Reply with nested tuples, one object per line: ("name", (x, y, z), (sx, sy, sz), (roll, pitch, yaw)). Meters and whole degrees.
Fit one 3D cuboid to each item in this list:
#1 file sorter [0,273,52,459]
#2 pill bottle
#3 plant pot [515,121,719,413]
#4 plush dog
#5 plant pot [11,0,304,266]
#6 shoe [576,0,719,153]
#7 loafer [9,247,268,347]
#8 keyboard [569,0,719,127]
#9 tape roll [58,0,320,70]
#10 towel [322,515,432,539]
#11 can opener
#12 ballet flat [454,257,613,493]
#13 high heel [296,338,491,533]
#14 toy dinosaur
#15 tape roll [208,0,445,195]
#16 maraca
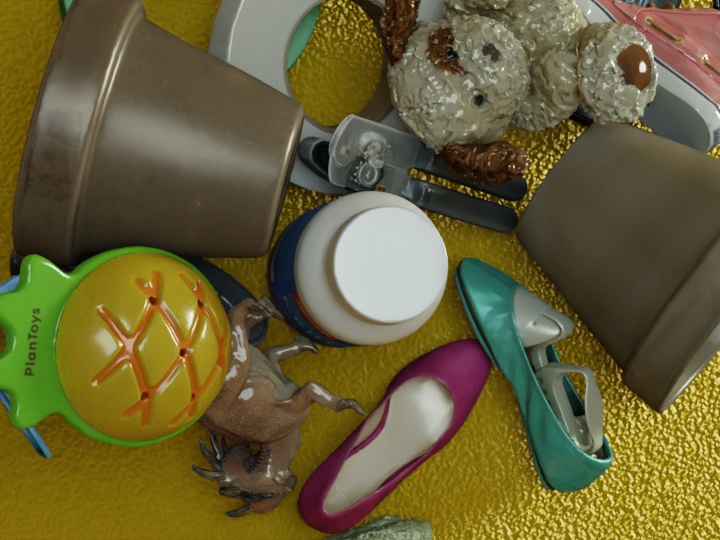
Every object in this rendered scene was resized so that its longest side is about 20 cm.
("file sorter", (-0.297, 0.110, 1.547), (0.200, 0.139, 0.123), (-35, 94, -12))
("pill bottle", (0.000, 0.000, 1.577), (0.112, 0.200, 0.112), (1, 87, -11))
("plant pot", (0.221, -0.022, 1.642), (0.173, 0.200, 0.200), (38, 78, 11))
("plush dog", (0.094, -0.158, 1.615), (0.172, 0.160, 0.200), (-32, 88, -27))
("plant pot", (-0.136, -0.085, 1.524), (0.174, 0.200, 0.201), (15, 81, 0))
("shoe", (0.222, -0.181, 1.693), (0.200, 0.072, 0.091), (40, 60, 13))
("loafer", (-0.168, 0.017, 1.628), (0.200, 0.063, 0.072), (23, 50, -12))
("keyboard", (0.235, -0.199, 1.737), (0.127, 0.021, 0.200), (23, 81, -1))
("tape roll", (-0.131, -0.218, 1.657), (0.200, 0.048, 0.201), (1, 83, -10))
("towel", (-0.024, 0.277, 1.630), (0.200, 0.036, 0.149), (-17, 86, -12))
("can opener", (0.039, -0.074, 1.641), (0.200, 0.067, 0.053), (15, 91, -44))
("ballet flat", (0.142, 0.072, 1.661), (0.070, 0.067, 0.200), (-23, 92, 28))
("high heel", (0.030, 0.121, 1.625), (0.200, 0.096, 0.067), (-37, 91, -12))
("toy dinosaur", (-0.092, 0.095, 1.576), (0.136, 0.086, 0.200), (-42, 109, 3))
("tape roll", (-0.019, -0.157, 1.639), (0.202, 0.037, 0.203), (-5, 100, -28))
("maraca", (-0.168, 0.051, 1.461), (0.200, 0.107, 0.137), (5, 87, -44))
